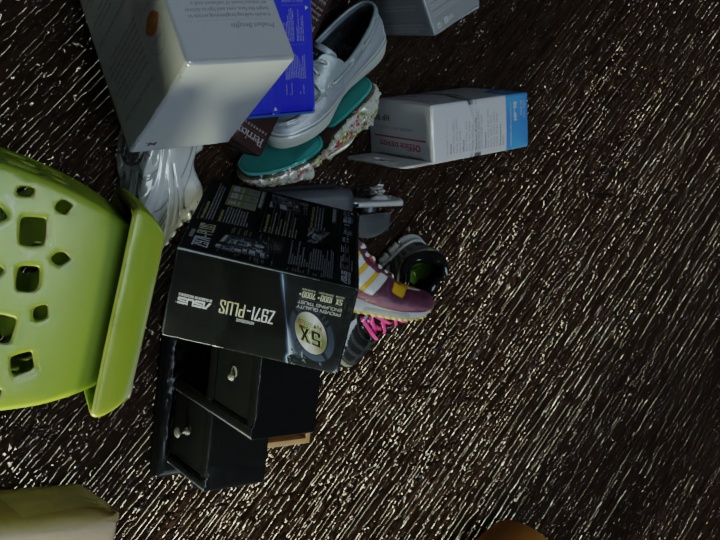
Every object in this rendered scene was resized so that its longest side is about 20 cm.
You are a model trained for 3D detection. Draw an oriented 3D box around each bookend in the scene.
[{"bbox_3d":[-0.128,0.144,1.005,0.091,0.197,0.204,0,102,-37],"label":"bookend"}]

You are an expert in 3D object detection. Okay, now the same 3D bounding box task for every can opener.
[{"bbox_3d":[-0.033,-0.069,1.125,0.197,0.052,0.068,-2,102,-38],"label":"can opener"}]

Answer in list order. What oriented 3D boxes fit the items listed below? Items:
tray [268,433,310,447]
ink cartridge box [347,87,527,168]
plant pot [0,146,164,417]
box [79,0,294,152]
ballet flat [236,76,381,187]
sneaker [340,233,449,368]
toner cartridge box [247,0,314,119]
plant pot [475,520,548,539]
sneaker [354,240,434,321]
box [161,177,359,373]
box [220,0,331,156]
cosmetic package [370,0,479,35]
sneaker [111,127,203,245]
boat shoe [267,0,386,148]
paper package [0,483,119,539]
[{"bbox_3d":[-0.096,0.099,1.126,0.097,0.037,0.204,0,101,-39],"label":"tray"},{"bbox_3d":[0.090,-0.171,1.160,0.197,0.115,0.068,-14,110,-36],"label":"ink cartridge box"},{"bbox_3d":[-0.272,0.008,0.828,0.178,0.199,0.204,12,95,-21],"label":"plant pot"},{"bbox_3d":[-0.163,-0.232,0.866,0.105,0.152,0.203,-12,76,-36],"label":"box"},{"bbox_3d":[-0.050,-0.139,1.088,0.199,0.075,0.064,-38,146,-21],"label":"ballet flat"},{"bbox_3d":[0.035,0.040,1.184,0.200,0.087,0.074,-48,125,-20],"label":"sneaker"},{"bbox_3d":[-0.096,-0.251,0.946,0.094,0.043,0.204,-10,106,-34],"label":"toner cartridge box"},{"bbox_3d":[0.189,0.454,1.355,0.183,0.197,0.203,-44,125,-41],"label":"plant pot"},{"bbox_3d":[0.000,0.000,1.092,0.197,0.075,0.092,10,92,-26],"label":"sneaker"},{"bbox_3d":[-0.086,-0.001,0.932,0.161,0.201,0.088,13,112,-6],"label":"box"},{"bbox_3d":[-0.114,-0.232,1.009,0.099,0.074,0.203,28,85,-39],"label":"box"},{"bbox_3d":[0.044,-0.367,1.084,0.090,0.106,0.203,-35,122,-26],"label":"cosmetic package"},{"bbox_3d":[-0.200,-0.057,0.981,0.098,0.077,0.204,12,95,-46],"label":"sneaker"},{"bbox_3d":[-0.043,-0.218,1.061,0.202,0.069,0.072,-51,152,-25],"label":"boat shoe"},{"bbox_3d":[-0.348,0.313,0.930,0.197,0.103,0.195,5,97,-40],"label":"paper package"}]
